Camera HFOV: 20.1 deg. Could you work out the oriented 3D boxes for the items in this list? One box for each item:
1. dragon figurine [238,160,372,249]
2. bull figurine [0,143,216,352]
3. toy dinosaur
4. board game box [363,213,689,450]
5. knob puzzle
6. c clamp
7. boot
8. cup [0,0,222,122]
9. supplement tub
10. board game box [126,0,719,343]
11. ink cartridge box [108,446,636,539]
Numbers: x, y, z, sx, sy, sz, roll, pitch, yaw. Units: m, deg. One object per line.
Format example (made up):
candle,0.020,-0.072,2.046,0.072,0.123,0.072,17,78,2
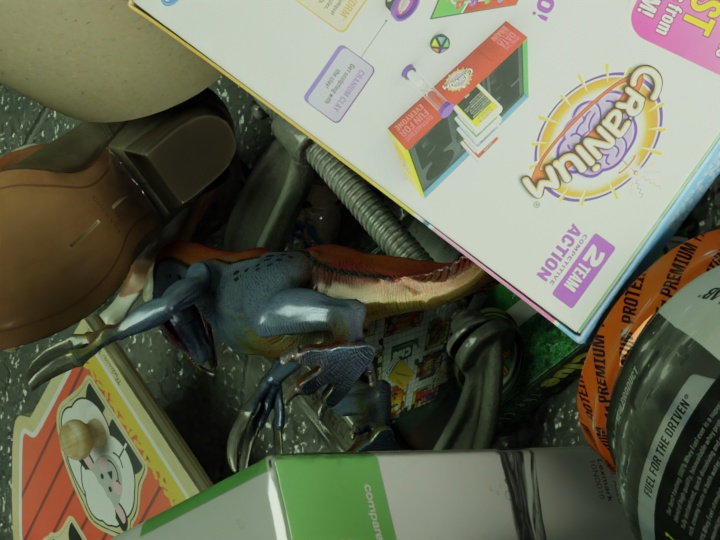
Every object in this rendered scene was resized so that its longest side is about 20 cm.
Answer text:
dragon figurine,-0.002,-0.091,0.889,0.099,0.059,0.201,19,106,41
bull figurine,-0.155,-0.022,1.043,0.199,0.065,0.122,-10,51,43
toy dinosaur,-0.029,0.021,0.837,0.200,0.105,0.182,-37,35,2
board game box,0.051,0.011,0.845,0.200,0.023,0.105,-41,54,38
knob puzzle,-0.126,0.151,0.988,0.219,0.030,0.221,19,116,45
c clamp,0.000,0.000,0.841,0.200,0.027,0.171,54,133,23
boot,-0.139,-0.021,0.895,0.071,0.199,0.146,65,162,-11
cup,-0.112,-0.148,0.843,0.199,0.144,0.201,-13,42,12
supplement tub,0.163,0.076,0.626,0.200,0.122,0.123,44,117,43
board game box,0.042,-0.094,0.691,0.200,0.040,0.153,38,98,13
ink cartridge box,0.009,0.124,0.743,0.146,0.199,0.085,-31,65,43
